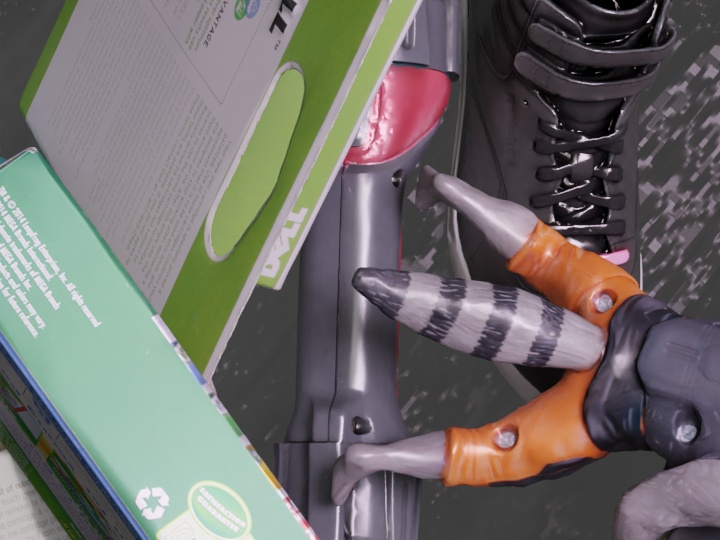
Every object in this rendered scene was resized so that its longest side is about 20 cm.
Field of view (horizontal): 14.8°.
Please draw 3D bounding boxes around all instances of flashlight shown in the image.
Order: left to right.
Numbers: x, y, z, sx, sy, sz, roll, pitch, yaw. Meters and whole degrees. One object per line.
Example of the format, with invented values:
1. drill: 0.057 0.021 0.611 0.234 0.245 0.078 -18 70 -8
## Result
1. flashlight: 0.000 0.000 0.983 0.068 0.068 0.200 4 85 -28

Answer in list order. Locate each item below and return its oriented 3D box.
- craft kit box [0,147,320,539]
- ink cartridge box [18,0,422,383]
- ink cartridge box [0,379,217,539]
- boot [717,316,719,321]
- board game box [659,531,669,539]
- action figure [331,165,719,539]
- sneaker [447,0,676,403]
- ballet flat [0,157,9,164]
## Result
1. craft kit box: -0.064 0.070 0.848 0.048 0.198 0.200 -35 89 -15
2. ink cartridge box: -0.027 -0.059 0.889 0.076 0.200 0.148 15 114 -30
3. ink cartridge box: -0.121 0.131 0.951 0.197 0.047 0.200 -19 83 -11
4. boot: 0.162 0.087 0.966 0.073 0.090 0.200 12 67 -17
5. board game box: 0.087 0.193 0.968 0.105 0.023 0.200 46 66 -3
6. action figure: 0.087 0.063 0.894 0.193 0.105 0.200 13 64 13
7. sneaker: 0.074 -0.048 0.983 0.071 0.099 0.201 -2 83 -12
8. ballet flat: -0.210 -0.033 0.956 0.200 0.074 0.074 20 79 -4
